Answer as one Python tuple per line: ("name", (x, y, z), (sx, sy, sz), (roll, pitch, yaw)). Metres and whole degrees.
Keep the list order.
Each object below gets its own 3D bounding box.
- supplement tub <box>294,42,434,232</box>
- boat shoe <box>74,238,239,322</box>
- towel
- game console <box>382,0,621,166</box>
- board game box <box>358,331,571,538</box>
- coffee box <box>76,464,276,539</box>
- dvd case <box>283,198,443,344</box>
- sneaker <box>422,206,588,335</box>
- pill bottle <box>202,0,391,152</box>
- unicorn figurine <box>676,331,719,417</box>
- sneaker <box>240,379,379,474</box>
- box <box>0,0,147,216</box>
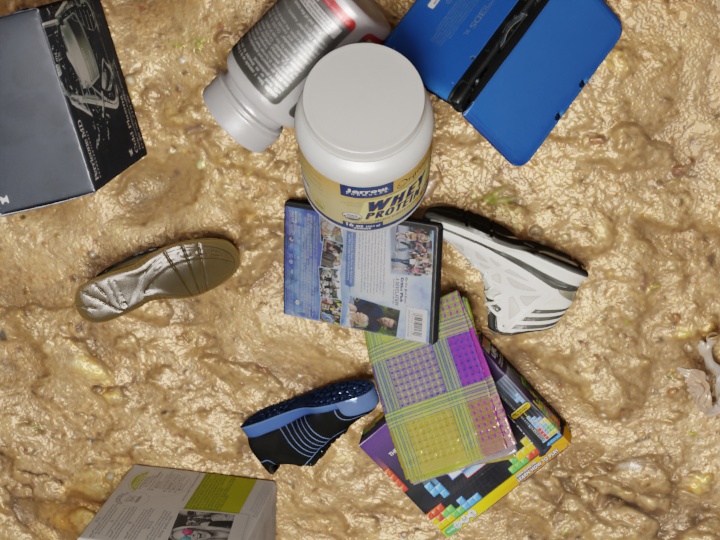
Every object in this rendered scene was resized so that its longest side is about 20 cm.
("supplement tub", (0.004, -0.137, 1.299), (0.144, 0.200, 0.145), (0, 71, 1))
("boat shoe", (-0.244, 0.001, 1.469), (0.199, 0.065, 0.073), (-16, 112, -7))
("towel", (0.089, 0.139, 1.426), (0.143, 0.023, 0.201), (-22, 81, 22))
("game console", (0.152, -0.246, 1.323), (0.171, 0.118, 0.200), (35, 85, 27))
("board game box", (0.125, 0.199, 1.481), (0.200, 0.057, 0.165), (-42, 98, 18))
("coffee box", (-0.221, 0.378, 1.512), (0.197, 0.200, 0.200), (5, 108, 7))
("dvd case", (0.000, 0.000, 1.425), (0.199, 0.018, 0.143), (11, 110, 25))
("sneaker", (0.148, 0.010, 1.408), (0.200, 0.076, 0.116), (24, 107, -2))
("pill bottle", (-0.073, -0.231, 1.345), (0.200, 0.114, 0.114), (-42, 97, 18))
("unicorn figurine", (0.474, 0.123, 1.405), (0.199, 0.074, 0.138), (-10, 116, 26))
("sneaker", (-0.051, 0.191, 1.487), (0.200, 0.070, 0.078), (-20, 103, 33))
("box", (-0.343, -0.188, 1.354), (0.124, 0.197, 0.201), (-12, 106, 12))
